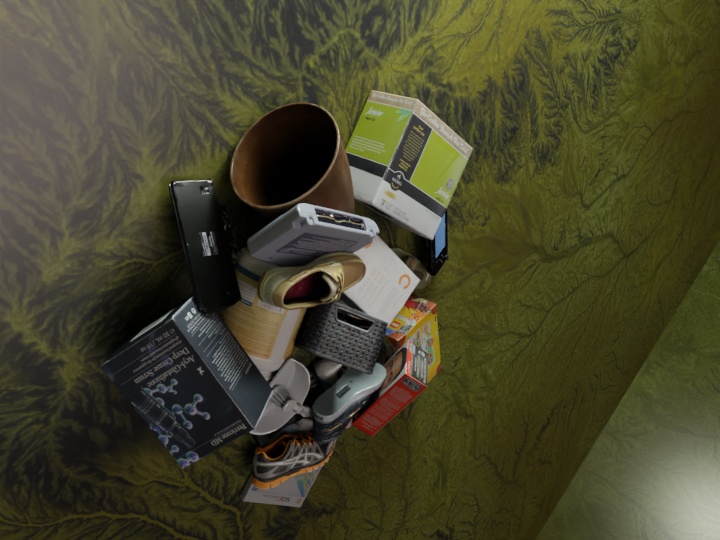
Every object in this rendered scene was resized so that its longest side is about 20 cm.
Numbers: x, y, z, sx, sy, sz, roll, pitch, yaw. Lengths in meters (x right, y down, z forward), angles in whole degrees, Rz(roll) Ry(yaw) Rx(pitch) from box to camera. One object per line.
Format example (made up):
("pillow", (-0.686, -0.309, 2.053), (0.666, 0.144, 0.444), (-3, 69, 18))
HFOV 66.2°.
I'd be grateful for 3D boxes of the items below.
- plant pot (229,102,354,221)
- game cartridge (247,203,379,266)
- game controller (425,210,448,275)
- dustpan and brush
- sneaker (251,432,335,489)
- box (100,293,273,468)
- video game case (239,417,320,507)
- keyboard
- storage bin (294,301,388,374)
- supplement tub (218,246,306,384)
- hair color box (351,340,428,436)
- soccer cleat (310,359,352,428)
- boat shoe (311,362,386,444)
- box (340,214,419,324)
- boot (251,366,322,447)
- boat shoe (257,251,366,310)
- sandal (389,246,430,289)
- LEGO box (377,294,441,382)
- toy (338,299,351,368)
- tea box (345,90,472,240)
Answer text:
("plant pot", (-0.086, -0.133, 0.913), (0.188, 0.185, 0.200), (-53, 149, -10))
("game cartridge", (-0.075, -0.048, 0.863), (0.132, 0.042, 0.198), (-33, 159, 29))
("game controller", (0.170, -0.092, 1.233), (0.105, 0.041, 0.204), (-57, 146, -54))
("dustpan and brush", (-0.126, 0.239, 0.995), (0.141, 0.057, 0.200), (-53, 166, -9))
("sneaker", (-0.133, 0.369, 1.130), (0.197, 0.077, 0.079), (-19, 113, -37))
("box", (-0.254, 0.163, 0.831), (0.147, 0.107, 0.202), (-30, 104, 16))
("video game case", (-0.147, 0.417, 1.206), (0.181, 0.022, 0.203), (32, 86, -46))
("keyboard", (-0.234, -0.038, 0.851), (0.103, 0.039, 0.205), (-11, 86, -47))
("storage bin", (-0.048, 0.114, 1.001), (0.133, 0.200, 0.096), (22, 81, -15))
("supplement tub", (-0.170, 0.078, 0.936), (0.143, 0.143, 0.204), (15, 99, -45))
("hair color box", (0.063, 0.254, 1.181), (0.061, 0.102, 0.201), (32, 122, -14))
("soccer cleat", (-0.039, 0.264, 1.190), (0.085, 0.070, 0.203), (-25, 127, -3))
("boat shoe", (-0.027, 0.265, 1.124), (0.198, 0.070, 0.093), (-28, 140, -41))
("box", (0.000, 0.000, 1.063), (0.200, 0.097, 0.125), (44, 78, -30))
("boot", (-0.157, 0.229, 1.064), (0.156, 0.079, 0.214), (-28, 137, -23))
("boat shoe", (-0.061, 0.023, 0.860), (0.197, 0.066, 0.076), (-17, 121, -37))
("sandal", (0.102, 0.000, 1.217), (0.198, 0.057, 0.082), (12, 101, -45))
("LEGO box", (0.113, 0.185, 1.286), (0.148, 0.076, 0.204), (-36, 131, -35))
("toy", (-0.039, 0.127, 1.152), (0.117, 0.047, 0.200), (-57, 136, -9))
("tea box", (0.081, -0.197, 1.051), (0.198, 0.133, 0.200), (23, 94, -46))
